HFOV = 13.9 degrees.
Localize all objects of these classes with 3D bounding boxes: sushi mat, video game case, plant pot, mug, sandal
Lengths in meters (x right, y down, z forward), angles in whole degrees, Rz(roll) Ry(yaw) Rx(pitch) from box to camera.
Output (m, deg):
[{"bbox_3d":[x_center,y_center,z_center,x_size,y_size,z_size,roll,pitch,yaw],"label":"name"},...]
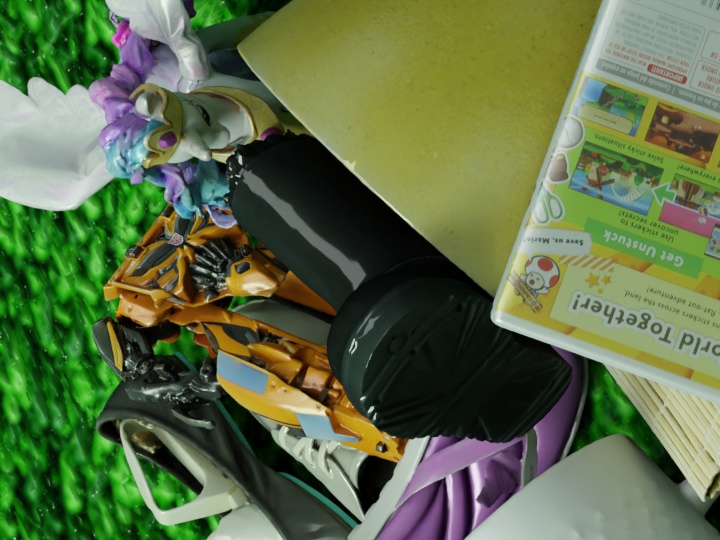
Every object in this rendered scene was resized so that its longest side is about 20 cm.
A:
[{"bbox_3d":[0.134,0.011,1.336,0.096,0.012,0.200,-70,28,24],"label":"sushi mat"},{"bbox_3d":[0.177,-0.031,1.219,0.200,0.023,0.182,20,97,0],"label":"video game case"},{"bbox_3d":[0.066,-0.085,1.315,0.142,0.200,0.200,-48,62,5],"label":"plant pot"},{"bbox_3d":[0.143,0.169,1.326,0.200,0.148,0.175,-41,73,-2],"label":"mug"},{"bbox_3d":[0.051,0.112,1.393,0.203,0.082,0.050,-57,31,-4],"label":"sandal"}]

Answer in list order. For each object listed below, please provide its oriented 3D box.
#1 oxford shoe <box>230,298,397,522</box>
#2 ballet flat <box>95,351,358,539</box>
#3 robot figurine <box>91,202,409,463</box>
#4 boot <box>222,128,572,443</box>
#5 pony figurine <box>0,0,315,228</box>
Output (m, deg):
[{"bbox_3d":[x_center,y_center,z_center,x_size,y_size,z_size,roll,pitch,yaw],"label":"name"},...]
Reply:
[{"bbox_3d":[-0.007,0.078,1.479,0.200,0.058,0.075,41,116,31],"label":"oxford shoe"},{"bbox_3d":[-0.065,0.122,1.514,0.200,0.068,0.068,41,154,33],"label":"ballet flat"},{"bbox_3d":[-0.038,0.017,1.465,0.200,0.058,0.145,20,59,28],"label":"robot figurine"},{"bbox_3d":[0.000,-0.001,1.315,0.162,0.198,0.073,45,100,25],"label":"boot"},{"bbox_3d":[-0.090,-0.093,1.446,0.193,0.200,0.167,31,110,33],"label":"pony figurine"}]
